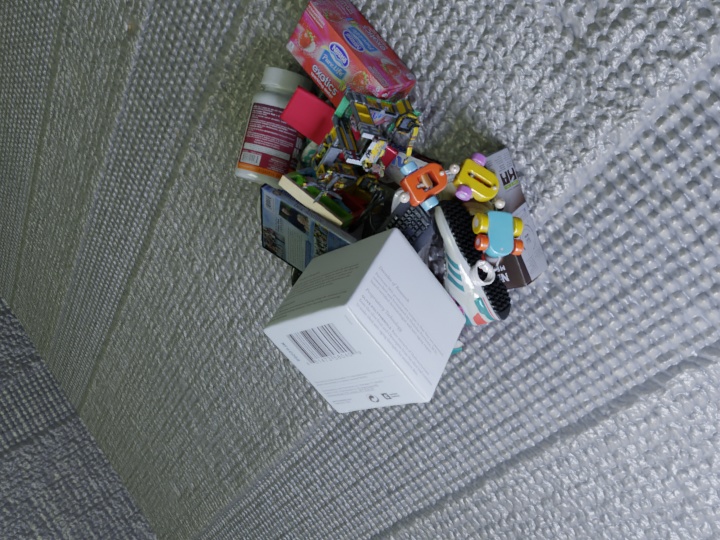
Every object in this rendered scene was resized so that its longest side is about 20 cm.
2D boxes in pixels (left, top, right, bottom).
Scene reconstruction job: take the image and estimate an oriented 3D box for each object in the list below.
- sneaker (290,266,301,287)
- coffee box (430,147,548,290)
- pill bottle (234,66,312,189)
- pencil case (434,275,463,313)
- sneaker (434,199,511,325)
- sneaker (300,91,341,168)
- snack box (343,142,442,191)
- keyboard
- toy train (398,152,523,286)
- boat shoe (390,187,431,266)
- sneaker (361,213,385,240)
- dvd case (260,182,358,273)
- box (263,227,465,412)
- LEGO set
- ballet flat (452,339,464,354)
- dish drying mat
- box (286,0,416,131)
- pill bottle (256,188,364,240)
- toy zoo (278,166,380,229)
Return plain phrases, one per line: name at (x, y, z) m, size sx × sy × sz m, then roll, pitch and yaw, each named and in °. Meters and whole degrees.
sneaker at (-0.103, 0.002, 1.317) m, size 0.201 × 0.075 × 0.088 m, roll 82°, pitch 164°, yaw -58°
coffee box at (0.199, -0.073, 1.077) m, size 0.112 × 0.080 × 0.202 m, roll -15°, pitch 100°, yaw 45°
pill bottle at (-0.155, -0.256, 1.257) m, size 0.109 × 0.109 × 0.203 m, roll 17°, pitch 93°, yaw 37°
pencil case at (0.090, 0.030, 1.233) m, size 0.094 × 0.091 × 0.200 m, roll -48°, pitch 70°, yaw 10°
sneaker at (0.146, -0.004, 1.050) m, size 0.093 × 0.070 × 0.201 m, roll -24°, pitch 96°, yaw 42°
sneaker at (-0.060, -0.259, 1.248) m, size 0.200 × 0.077 × 0.092 m, roll 123°, pitch 150°, yaw -55°
snack box at (0.052, -0.183, 1.203) m, size 0.199 × 0.024 × 0.073 m, roll 29°, pitch 127°, yaw 32°
keyboard at (0.030, -0.050, 1.099) m, size 0.128 × 0.020 × 0.200 m, roll 54°, pitch 131°, yaw 17°
toy train at (0.141, -0.080, 0.980) m, size 0.201 × 0.150 × 0.056 m, roll 55°, pitch 159°, yaw -2°
boat shoe at (0.077, -0.041, 1.151) m, size 0.070 × 0.069 × 0.203 m, roll -5°, pitch 90°, yaw 28°
sneaker at (0.000, 0.000, 1.195) m, size 0.090 × 0.076 × 0.203 m, roll 16°, pitch 103°, yaw 31°
dvd case at (-0.089, -0.045, 1.155) m, size 0.199 × 0.018 × 0.144 m, roll 32°, pitch 143°, yaw 21°
box at (0.008, 0.081, 1.036) m, size 0.198 × 0.172 × 0.200 m, roll -19°, pitch 120°, yaw 45°
LEGO set at (0.011, -0.175, 1.079) m, size 0.200 × 0.153 × 0.117 m, roll -46°, pitch 46°, yaw 33°
ballet flat at (0.108, 0.142, 1.291) m, size 0.199 × 0.071 × 0.072 m, roll -30°, pitch 89°, yaw 47°
dish drying mat at (-0.036, -0.229, 1.162) m, size 0.199 × 0.018 × 0.077 m, roll 31°, pitch 129°, yaw -14°
box at (-0.016, -0.342, 1.136) m, size 0.201 × 0.095 × 0.100 m, roll 52°, pitch 135°, yaw 11°
pill bottle at (-0.094, -0.102, 1.320) m, size 0.199 × 0.115 × 0.117 m, roll 26°, pitch 127°, yaw 33°
toy zoo at (-0.041, -0.134, 1.196) m, size 0.131 × 0.200 × 0.021 m, roll 39°, pitch 117°, yaw 11°
